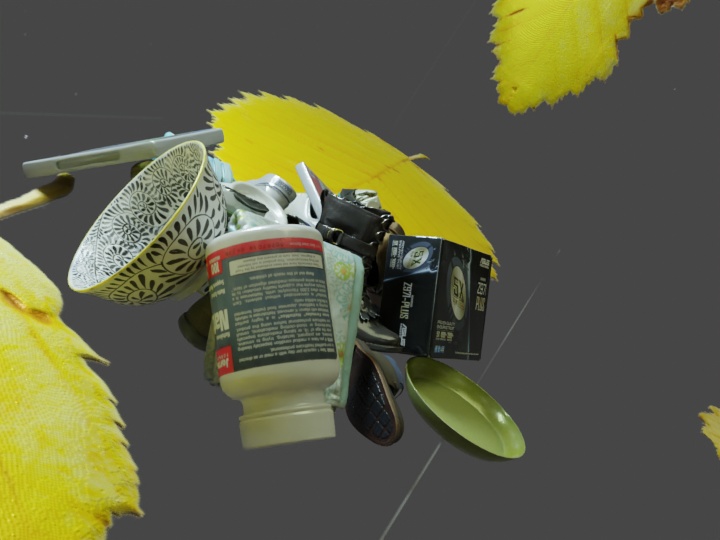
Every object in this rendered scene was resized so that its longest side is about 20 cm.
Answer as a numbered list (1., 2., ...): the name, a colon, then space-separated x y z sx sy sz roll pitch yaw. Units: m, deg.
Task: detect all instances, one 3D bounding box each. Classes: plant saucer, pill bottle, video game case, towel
1. plant saucer: 0.136 0.194 1.213 0.199 0.031 0.200 33 17 -11
2. pill bottle: -0.082 0.067 0.858 0.119 0.119 0.202 9 70 -56
3. video game case: -0.293 -0.151 1.127 0.180 0.024 0.200 -6 11 16
4. video game case: -0.032 -0.073 1.398 0.144 0.017 0.200 65 10 26
5. towel: -0.079 0.051 0.972 0.170 0.048 0.202 23 64 -35

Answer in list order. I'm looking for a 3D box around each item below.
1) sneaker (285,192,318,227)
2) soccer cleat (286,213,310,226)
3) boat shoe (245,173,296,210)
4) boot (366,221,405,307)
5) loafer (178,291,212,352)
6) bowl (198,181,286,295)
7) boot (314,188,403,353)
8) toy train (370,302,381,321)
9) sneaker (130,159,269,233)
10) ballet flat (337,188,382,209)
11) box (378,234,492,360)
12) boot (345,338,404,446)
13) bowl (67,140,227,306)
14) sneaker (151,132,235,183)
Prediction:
1. sneaker: -0.100 -0.104 1.468 0.075 0.089 0.200 19 24 -42
2. soccer cleat: -0.056 -0.005 1.334 0.200 0.065 0.084 48 -7 17
3. boat shoe: -0.156 -0.092 1.315 0.073 0.066 0.200 38 -17 -9
4. boot: 0.025 0.012 1.335 0.073 0.201 0.076 19 56 16
5. loafer: -0.109 0.069 1.015 0.199 0.070 0.075 18 24 -44
6. bowl: -0.155 -0.049 1.135 0.200 0.094 0.201 32 28 -19
7. boot: 0.000 0.000 1.191 0.199 0.175 0.069 29 7 13
8. toy train: 0.042 0.074 1.313 0.042 0.057 0.199 43 19 26
9. sneaker: -0.204 -0.069 1.035 0.199 0.089 0.077 22 -2 31
10. ballet flat: -0.003 -0.086 1.325 0.200 0.068 0.069 -75 150 -75
11. box: 0.112 0.044 1.295 0.085 0.165 0.200 5 -5 29
12. boot: 0.028 0.143 1.070 0.096 0.075 0.200 20 21 -33
13. bowl: -0.204 -0.031 0.936 0.094 0.200 0.201 45 10 -30
14. sneaker: -0.239 -0.131 1.296 0.130 0.080 0.200 27 19 -21
